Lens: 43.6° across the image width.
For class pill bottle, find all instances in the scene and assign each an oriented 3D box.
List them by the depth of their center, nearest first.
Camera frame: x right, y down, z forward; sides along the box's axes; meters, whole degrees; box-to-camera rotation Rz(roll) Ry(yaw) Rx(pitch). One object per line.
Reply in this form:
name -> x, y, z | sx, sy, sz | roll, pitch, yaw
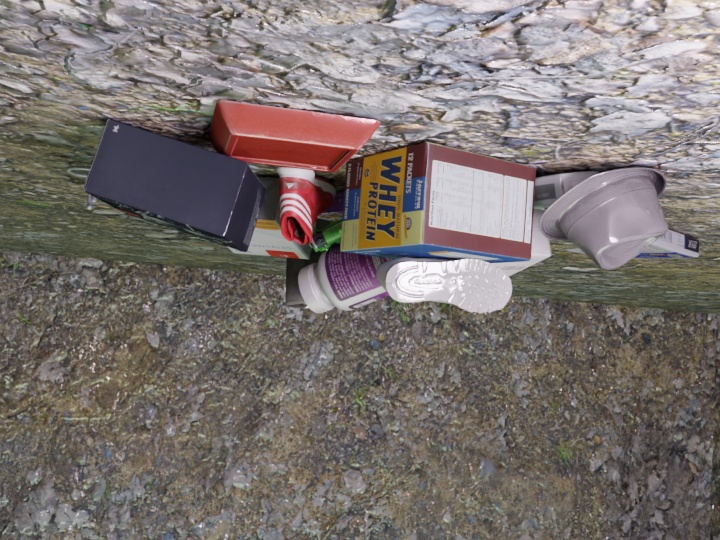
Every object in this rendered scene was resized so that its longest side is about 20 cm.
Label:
pill bottle -> 0.000, 0.000, 1.487 | 0.199, 0.113, 0.112 | -22, 164, 23

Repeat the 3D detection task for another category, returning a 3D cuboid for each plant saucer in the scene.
plant saucer -> -0.092, -0.164, 1.151 | 0.198, 0.037, 0.200 | 5, 174, -13

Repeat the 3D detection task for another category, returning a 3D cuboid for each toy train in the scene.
toy train -> 0.004, -0.084, 1.445 | 0.199, 0.042, 0.056 | -28, -176, 6

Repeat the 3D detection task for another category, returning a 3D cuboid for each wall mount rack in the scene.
wall mount rack -> -0.390, -0.132, 1.507 | 0.198, 0.075, 0.174 | 5, 175, -20

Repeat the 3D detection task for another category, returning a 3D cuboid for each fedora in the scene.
fedora -> 0.353, -0.062, 1.249 | 0.199, 0.091, 0.177 | 2, 147, -48

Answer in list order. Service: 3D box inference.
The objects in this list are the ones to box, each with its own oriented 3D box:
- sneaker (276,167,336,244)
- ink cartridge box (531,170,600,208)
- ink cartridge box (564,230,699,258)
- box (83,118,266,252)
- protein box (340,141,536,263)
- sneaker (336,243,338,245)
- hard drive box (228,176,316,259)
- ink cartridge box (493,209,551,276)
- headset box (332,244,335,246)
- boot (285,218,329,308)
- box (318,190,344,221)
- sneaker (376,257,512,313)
sneaker -> -0.094, -0.095, 1.451 | 0.078, 0.117, 0.200 | 3, 173, 18
ink cartridge box -> 0.312, -0.121, 1.351 | 0.199, 0.058, 0.162 | -13, -175, -34
ink cartridge box -> 0.549, -0.054, 1.819 | 0.199, 0.048, 0.197 | 1, 176, 44
box -> -0.248, -0.112, 1.242 | 0.198, 0.105, 0.182 | 17, 175, 4
protein box -> 0.109, -0.086, 1.288 | 0.199, 0.136, 0.198 | 7, 174, -34
sneaker -> 0.021, -0.043, 1.637 | 0.099, 0.079, 0.200 | -13, -163, 21
hard drive box -> -0.180, -0.092, 1.570 | 0.154, 0.078, 0.200 | 4, 164, 16
ink cartridge box -> 0.193, -0.033, 1.487 | 0.145, 0.084, 0.200 | 2, 161, -28
headset box -> 0.006, -0.039, 1.877 | 0.173, 0.094, 0.199 | 8, -170, -39
boot -> -0.132, -0.031, 1.709 | 0.180, 0.202, 0.073 | 5, 174, -11
box -> 0.018, -0.108, 1.649 | 0.199, 0.040, 0.136 | 9, 174, -39
sneaker -> 0.122, 0.013, 1.295 | 0.198, 0.077, 0.080 | 9, -175, -15
